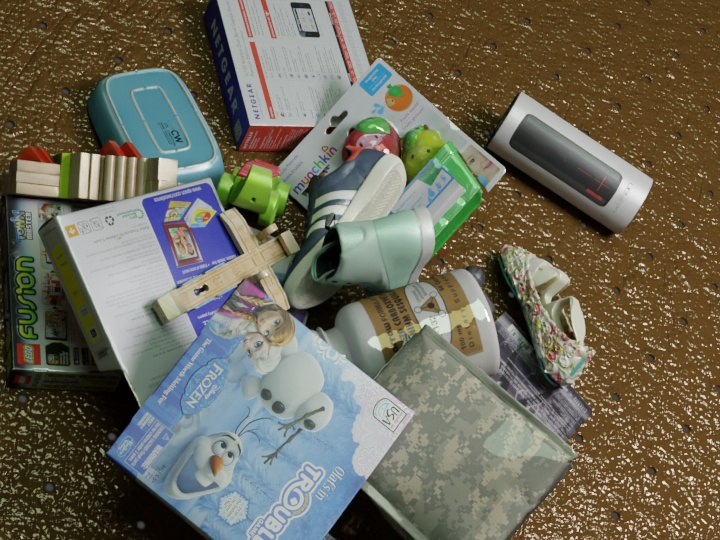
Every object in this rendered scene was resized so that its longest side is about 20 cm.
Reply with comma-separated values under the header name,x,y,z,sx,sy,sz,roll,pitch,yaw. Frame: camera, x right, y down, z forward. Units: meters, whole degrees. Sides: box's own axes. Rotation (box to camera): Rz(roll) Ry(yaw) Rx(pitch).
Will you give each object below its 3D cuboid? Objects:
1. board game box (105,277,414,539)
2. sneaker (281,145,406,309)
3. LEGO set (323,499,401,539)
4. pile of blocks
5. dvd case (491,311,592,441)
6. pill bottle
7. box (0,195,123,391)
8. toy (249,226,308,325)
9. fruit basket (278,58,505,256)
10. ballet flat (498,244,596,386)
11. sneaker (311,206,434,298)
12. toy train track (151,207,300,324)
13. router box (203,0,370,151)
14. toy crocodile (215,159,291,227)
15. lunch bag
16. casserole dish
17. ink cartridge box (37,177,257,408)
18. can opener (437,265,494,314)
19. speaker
name,x,y,z,sx,sy,sz,roll,pitch,yaw
board game box,-0.088,0.147,1.351,0.198,0.043,0.201,37,76,2
sneaker,-0.036,-0.049,1.609,0.084,0.075,0.201,25,66,28
LEGO set,-0.028,0.296,1.424,0.199,0.116,0.154,37,20,-3
pile of blocks,-0.267,-0.101,1.557,0.197,0.082,0.063,4,88,-5
dvd case,0.149,0.154,1.635,0.149,0.016,0.200,48,50,3
pill bottle,0.031,0.080,1.524,0.197,0.115,0.115,-18,64,-10
box,-0.298,0.021,1.509,0.109,0.035,0.202,5,56,-23
toy,-0.135,-0.017,1.606,0.198,0.047,0.116,25,49,-8
fruit basket,0.030,-0.109,1.686,0.200,0.094,0.185,43,86,7
ballet flat,0.214,0.040,1.706,0.075,0.064,0.202,24,37,-43
sneaker,0.000,-0.001,1.573,0.116,0.201,0.075,-6,62,-13
toy train track,-0.122,0.001,1.475,0.199,0.032,0.116,-30,91,-47
router box,-0.077,-0.234,1.783,0.177,0.049,0.202,-1,58,-26
toy crocodile,-0.109,-0.089,1.603,0.067,0.063,0.200,19,10,1
lunch bag,0.076,0.171,1.428,0.200,0.118,0.164,42,83,12
casserole dish,-0.219,-0.152,1.647,0.120,0.039,0.201,-13,56,-26
ink cartridge box,-0.185,0.024,1.458,0.196,0.047,0.202,-18,83,-47
can opener,0.079,0.065,1.641,0.079,0.064,0.200,42,50,6
speaker,0.255,-0.130,1.851,0.199,0.081,0.082,34,50,-1
